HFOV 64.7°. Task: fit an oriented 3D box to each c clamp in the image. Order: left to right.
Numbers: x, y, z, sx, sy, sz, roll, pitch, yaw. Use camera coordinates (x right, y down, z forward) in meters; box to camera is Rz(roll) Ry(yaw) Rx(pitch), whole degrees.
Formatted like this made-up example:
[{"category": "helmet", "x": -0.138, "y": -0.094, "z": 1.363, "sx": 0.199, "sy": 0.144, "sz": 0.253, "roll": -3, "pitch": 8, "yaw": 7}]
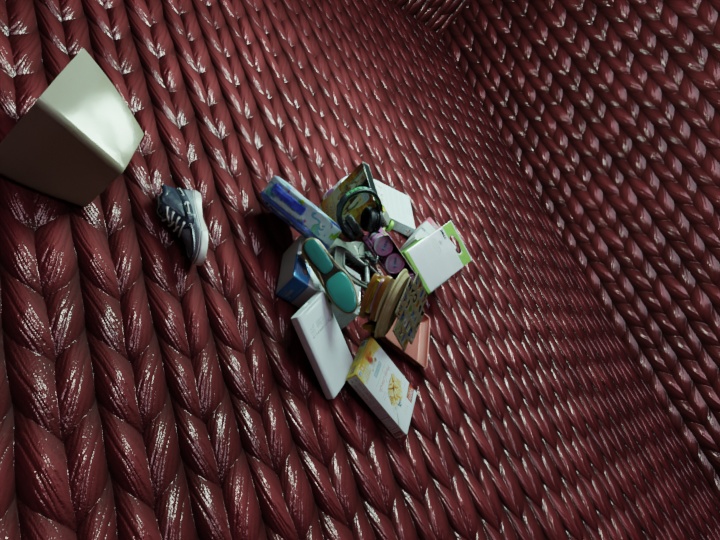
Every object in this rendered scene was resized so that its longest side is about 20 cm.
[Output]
[{"category": "c clamp", "x": 0.000, "y": 0.000, "z": 1.449, "sx": 0.170, "sy": 0.027, "sz": 0.201, "roll": 40, "pitch": 18, "yaw": -10}]

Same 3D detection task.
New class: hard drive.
[{"category": "hard drive", "x": -0.080, "y": 0.165, "z": 1.277, "sx": 0.132, "sy": 0.026, "sz": 0.204, "roll": -46, "pitch": 117, "yaw": -57}]

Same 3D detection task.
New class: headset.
[{"category": "headset", "x": 0.008, "y": -0.113, "z": 1.464, "sx": 0.121, "sy": 0.203, "sz": 0.094, "roll": -20, "pitch": 37, "yaw": -14}]

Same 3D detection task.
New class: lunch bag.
[{"category": "lunch bag", "x": -0.151, "y": -0.144, "z": 1.424, "sx": 0.199, "sy": 0.083, "sz": 0.161, "roll": 39, "pitch": -1, "yaw": 24}]

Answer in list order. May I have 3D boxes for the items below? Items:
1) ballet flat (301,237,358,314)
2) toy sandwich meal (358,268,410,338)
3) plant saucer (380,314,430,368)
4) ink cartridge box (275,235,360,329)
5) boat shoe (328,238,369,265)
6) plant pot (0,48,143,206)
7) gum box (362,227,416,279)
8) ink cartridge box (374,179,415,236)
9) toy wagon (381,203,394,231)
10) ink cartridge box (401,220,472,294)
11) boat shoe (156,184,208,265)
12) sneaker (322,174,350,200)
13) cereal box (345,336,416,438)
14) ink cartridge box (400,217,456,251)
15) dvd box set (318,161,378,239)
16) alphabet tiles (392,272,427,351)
[{"category": "ballet flat", "x": -0.068, "y": 0.013, "z": 1.318, "sx": 0.068, "sy": 0.063, "sz": 0.202, "roll": -30, "pitch": 83, "yaw": -12}, {"category": "toy sandwich meal", "x": 0.058, "y": 0.076, "z": 1.406, "sx": 0.069, "sy": 0.209, "sz": 0.205, "roll": 24, "pitch": 30, "yaw": 13}, {"category": "plant saucer", "x": 0.110, "y": 0.153, "z": 1.577, "sx": 0.198, "sy": 0.037, "sz": 0.202, "roll": 38, "pitch": 36, "yaw": -19}, {"category": "ink cartridge box", "x": -0.099, "y": 0.034, "z": 1.395, "sx": 0.198, "sy": 0.084, "sz": 0.146, "roll": 33, "pitch": 36, "yaw": -24}, {"category": "boat shoe", "x": -0.052, "y": -0.047, "z": 1.553, "sx": 0.198, "sy": 0.062, "sz": 0.076, "roll": -2, "pitch": 56, "yaw": -54}, {"category": "plant pot", "x": -0.531, "y": -0.245, "z": 1.062, "sx": 0.177, "sy": 0.198, "sz": 0.203, "roll": 42, "pitch": 32, "yaw": -31}, {"category": "gum box", "x": 0.088, "y": -0.030, "z": 1.620, "sx": 0.201, "sy": 0.066, "sz": 0.114, "roll": 54, "pitch": 0, "yaw": -21}, {"category": "ink cartridge box", "x": 0.089, "y": -0.216, "z": 1.917, "sx": 0.197, "sy": 0.050, "sz": 0.165, "roll": 19, "pitch": 44, "yaw": -27}, {"category": "toy wagon", "x": 0.026, "y": -0.166, "z": 1.649, "sx": 0.153, "sy": 0.199, "sz": 0.040, "roll": 30, "pitch": 69, "yaw": -14}, {"category": "ink cartridge box", "x": 0.228, "y": -0.037, "z": 1.758, "sx": 0.198, "sy": 0.076, "sz": 0.150, "roll": -34, "pitch": 96, "yaw": -22}, {"category": "boat shoe", "x": -0.383, "y": -0.097, "z": 1.204, "sx": 0.091, "sy": 0.075, "sz": 0.202, "roll": 11, "pitch": 41, "yaw": -35}, {"category": "sneaker", "x": -0.017, "y": -0.243, "z": 1.741, "sx": 0.073, "sy": 0.114, "sz": 0.199, "roll": 54, "pitch": 32, "yaw": 11}, {"category": "cereal box", "x": 0.056, "y": 0.278, "z": 1.361, "sx": 0.201, "sy": 0.039, "sz": 0.145, "roll": 51, "pitch": 32, "yaw": -16}, {"category": "ink cartridge box", "x": 0.226, "y": -0.071, "z": 1.893, "sx": 0.147, "sy": 0.083, "sz": 0.200, "roll": 48, "pitch": 32, "yaw": -3}, {"category": "dvd box set", "x": -0.035, "y": -0.183, "z": 1.578, "sx": 0.029, "sy": 0.199, "sz": 0.149, "roll": 19, "pitch": 43, "yaw": -40}, {"category": "alphabet tiles", "x": 0.129, "y": 0.108, "z": 1.463, "sx": 0.169, "sy": 0.006, "sz": 0.201, "roll": -65, "pitch": 153, "yaw": -21}]
